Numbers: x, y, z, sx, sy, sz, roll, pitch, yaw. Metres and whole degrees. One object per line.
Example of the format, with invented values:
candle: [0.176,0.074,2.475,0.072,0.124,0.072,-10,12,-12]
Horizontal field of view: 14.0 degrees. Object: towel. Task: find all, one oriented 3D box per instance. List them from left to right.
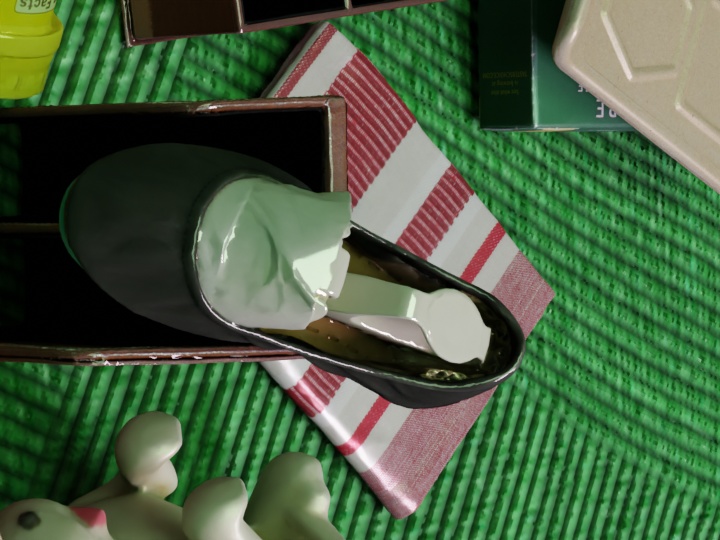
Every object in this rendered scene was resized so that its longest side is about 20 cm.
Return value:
towel: [0.000,0.000,1.384,0.200,0.023,0.144,50,61,-30]

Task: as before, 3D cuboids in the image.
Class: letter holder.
letter holder: [-0.122,-0.016,1.147,0.142,0.199,0.101,-3,93,-42]

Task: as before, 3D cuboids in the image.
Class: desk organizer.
desk organizer: [-0.011,-0.150,1.330,0.199,0.077,0.072,-14,100,-42]

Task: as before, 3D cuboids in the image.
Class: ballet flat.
ballet flat: [-0.014,0.000,1.063,0.199,0.068,0.068,21,78,-41]

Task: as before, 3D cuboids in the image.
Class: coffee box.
coffee box: [0.110,-0.168,1.465,0.123,0.044,0.201,-5,94,-45]

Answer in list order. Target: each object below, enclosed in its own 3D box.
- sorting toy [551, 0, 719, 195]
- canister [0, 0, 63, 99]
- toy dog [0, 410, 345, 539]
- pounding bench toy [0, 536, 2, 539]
sorting toy: [0.165,-0.148,1.470,0.200,0.036,0.186,36,65,-46]
canister: [-0.167,-0.179,1.117,0.148,0.087,0.201,8,109,-26]
toy dog: [-0.098,0.152,1.238,0.199,0.140,0.194,15,117,-44]
pounding bench toy: [-0.217,0.114,1.091,0.124,0.156,0.201,-33,113,-38]
